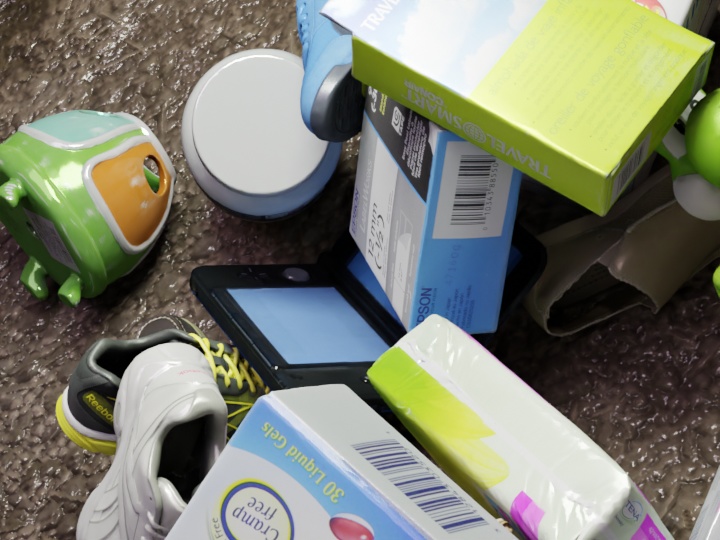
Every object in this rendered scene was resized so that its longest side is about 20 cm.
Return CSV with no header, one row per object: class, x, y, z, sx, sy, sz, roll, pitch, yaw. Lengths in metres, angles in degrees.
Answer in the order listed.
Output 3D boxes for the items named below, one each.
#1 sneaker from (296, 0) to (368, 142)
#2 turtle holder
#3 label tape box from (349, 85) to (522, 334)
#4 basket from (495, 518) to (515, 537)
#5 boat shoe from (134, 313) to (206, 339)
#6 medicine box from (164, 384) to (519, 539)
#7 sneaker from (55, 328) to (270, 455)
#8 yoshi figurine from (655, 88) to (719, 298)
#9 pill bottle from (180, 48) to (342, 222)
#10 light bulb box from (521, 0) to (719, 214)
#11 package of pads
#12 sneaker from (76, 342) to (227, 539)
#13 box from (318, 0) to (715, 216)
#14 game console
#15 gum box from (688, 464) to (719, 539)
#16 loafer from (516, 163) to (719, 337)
sneaker,-0.018,-0.150,1.372,0.078,0.066,0.200,14,38,9
turtle holder,-0.221,-0.055,1.609,0.132,0.141,0.185,-39,4,-20
label tape box,0.036,-0.070,1.325,0.066,0.144,0.200,-4,31,-19
basket,0.020,0.244,1.207,0.199,0.149,0.143,-7,54,27
boat shoe,-0.138,0.103,1.468,0.073,0.065,0.201,-26,46,15
medicine box,-0.019,0.196,1.136,0.182,0.103,0.201,40,106,22
sneaker,-0.103,0.081,1.400,0.199,0.085,0.075,-6,58,-19
yoshi figurine,0.250,-0.035,1.232,0.112,0.200,0.112,-43,3,36
pill bottle,-0.069,-0.095,1.470,0.116,0.200,0.117,0,89,-3
light bulb box,0.163,-0.172,1.369,0.124,0.200,0.199,21,66,11
package of pads,0.108,0.128,1.234,0.068,0.155,0.200,-44,47,-5
sneaker,-0.129,0.154,1.322,0.099,0.077,0.201,-141,57,-61
box,0.089,-0.129,1.208,0.199,0.048,0.122,31,62,18
game console,0.000,0.000,1.400,0.200,0.170,0.119,45,129,54
gum box,0.242,0.161,1.149,0.113,0.066,0.201,25,69,4
loafer,0.191,-0.012,1.347,0.199,0.076,0.069,-28,47,24
